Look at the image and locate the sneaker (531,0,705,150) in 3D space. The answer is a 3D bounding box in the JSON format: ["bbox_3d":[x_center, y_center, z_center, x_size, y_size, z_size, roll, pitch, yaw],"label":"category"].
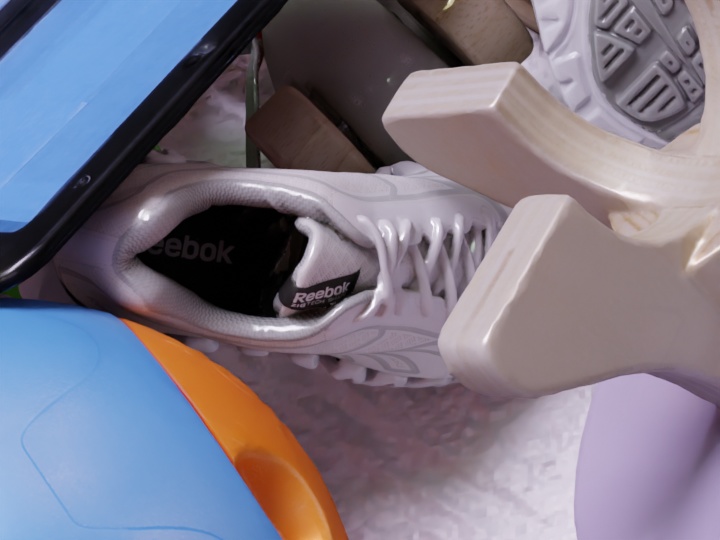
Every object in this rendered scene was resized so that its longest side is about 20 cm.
[{"bbox_3d":[0.079,-0.114,0.808,0.078,0.200,0.099,-34,10,21],"label":"sneaker"}]

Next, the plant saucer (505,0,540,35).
[{"bbox_3d":[0.135,-0.148,0.900,0.199,0.029,0.201,-19,45,19],"label":"plant saucer"}]

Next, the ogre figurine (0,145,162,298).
[{"bbox_3d":[-0.119,-0.012,0.886,0.120,0.098,0.200,-36,3,-3],"label":"ogre figurine"}]

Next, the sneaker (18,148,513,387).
[{"bbox_3d":[0.000,0.000,0.753,0.081,0.199,0.075,-175,87,-66],"label":"sneaker"}]

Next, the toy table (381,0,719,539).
[{"bbox_3d":[0.100,-0.013,0.686,0.183,0.117,0.200,-13,43,42],"label":"toy table"}]

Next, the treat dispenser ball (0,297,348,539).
[{"bbox_3d":[-0.097,0.108,0.688,0.200,0.201,0.201,-18,44,19],"label":"treat dispenser ball"}]

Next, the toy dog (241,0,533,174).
[{"bbox_3d":[0.004,-0.064,0.885,0.132,0.096,0.200,-32,27,13],"label":"toy dog"}]

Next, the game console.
[{"bbox_3d":[-0.121,-0.093,0.752,0.200,0.176,0.116,-50,0,-31],"label":"game console"}]
